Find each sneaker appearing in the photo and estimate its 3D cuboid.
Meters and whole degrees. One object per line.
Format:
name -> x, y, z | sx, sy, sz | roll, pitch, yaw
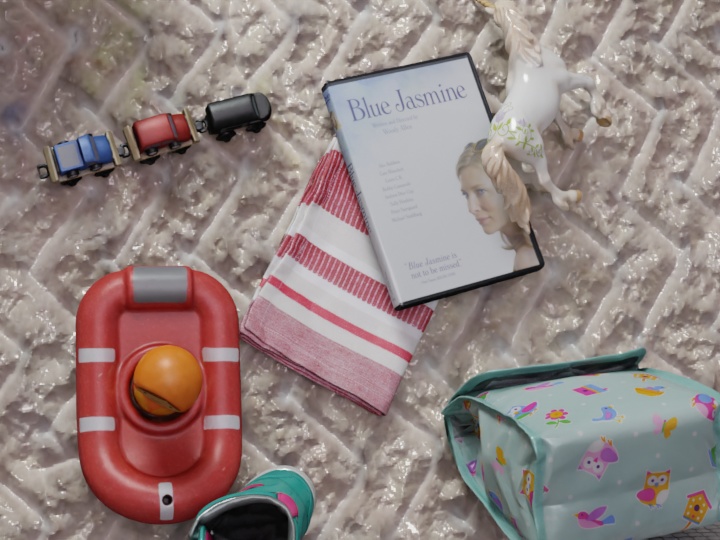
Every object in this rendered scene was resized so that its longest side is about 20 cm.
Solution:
sneaker -> -0.109, 0.233, 1.113 | 0.083, 0.121, 0.200 | 40, 89, 4

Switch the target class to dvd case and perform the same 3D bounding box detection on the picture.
dvd case -> 0.062, -0.078, 1.258 | 0.141, 0.018, 0.202 | -15, 79, -21

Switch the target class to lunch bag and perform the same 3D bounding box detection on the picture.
lunch bag -> 0.170, 0.132, 1.173 | 0.168, 0.200, 0.124 | -8, 104, -15

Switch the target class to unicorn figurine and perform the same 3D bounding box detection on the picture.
unicorn figurine -> 0.147, -0.143, 1.265 | 0.137, 0.073, 0.201 | 42, 43, -29

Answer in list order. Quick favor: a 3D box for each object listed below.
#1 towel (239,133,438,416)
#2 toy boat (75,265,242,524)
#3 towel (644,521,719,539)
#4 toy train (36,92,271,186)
towel -> 0.000, 0.000, 1.244 | 0.143, 0.023, 0.202 | 28, 75, -8
toy boat -> -0.150, 0.090, 1.138 | 0.129, 0.131, 0.203 | -1, 80, -12
towel -> 0.261, 0.244, 1.187 | 0.197, 0.166, 0.087 | 0, 93, -11
toy train -> -0.165, -0.108, 1.213 | 0.198, 0.046, 0.035 | -18, 84, -15
